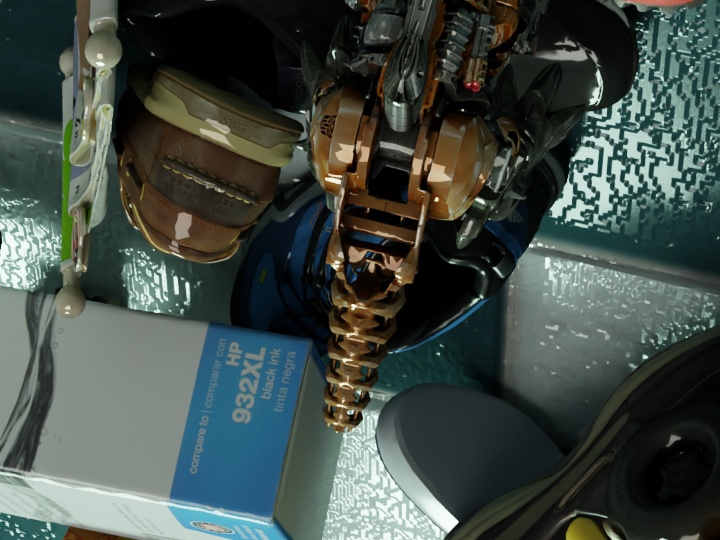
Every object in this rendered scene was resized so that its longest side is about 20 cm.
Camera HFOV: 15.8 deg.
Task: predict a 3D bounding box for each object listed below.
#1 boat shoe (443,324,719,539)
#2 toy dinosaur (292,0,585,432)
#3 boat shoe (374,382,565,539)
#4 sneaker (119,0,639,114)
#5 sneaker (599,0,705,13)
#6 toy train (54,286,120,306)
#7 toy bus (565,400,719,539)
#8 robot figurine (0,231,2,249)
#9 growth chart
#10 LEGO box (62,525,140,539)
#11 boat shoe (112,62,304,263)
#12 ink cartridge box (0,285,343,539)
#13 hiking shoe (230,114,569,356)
[{"bbox_3d":[0.120,0.103,1.108,0.200,0.073,0.074,-43,116,14],"label":"boat shoe"},{"bbox_3d":[0.012,-0.052,0.892,0.102,0.136,0.200,35,95,4],"label":"toy dinosaur"},{"bbox_3d":[0.076,0.125,1.215,0.202,0.075,0.086,30,144,-21],"label":"boat shoe"},{"bbox_3d":[0.005,-0.085,1.006,0.200,0.088,0.076,16,139,10],"label":"sneaker"},{"bbox_3d":[0.044,-0.160,0.929,0.199,0.070,0.094,14,132,9],"label":"sneaker"},{"bbox_3d":[-0.177,0.058,1.292,0.046,0.034,0.200,38,139,-20],"label":"toy train"},{"bbox_3d":[0.207,0.118,0.996,0.200,0.192,0.136,-40,124,5],"label":"toy bus"},{"bbox_3d":[-0.253,-0.031,1.216,0.200,0.058,0.145,-19,124,40],"label":"robot figurine"},{"bbox_3d":[-0.105,-0.091,1.023,0.018,0.145,0.200,2,149,-10],"label":"growth chart"},{"bbox_3d":[-0.094,0.179,1.291,0.077,0.149,0.200,14,139,13],"label":"LEGO box"},{"bbox_3d":[-0.070,-0.040,1.034,0.072,0.068,0.200,23,-179,-8],"label":"boat shoe"},{"bbox_3d":[-0.116,0.067,1.146,0.200,0.084,0.145,10,167,9],"label":"ink cartridge box"},{"bbox_3d":[0.000,0.000,1.099,0.074,0.087,0.200,39,138,-15],"label":"hiking shoe"}]
